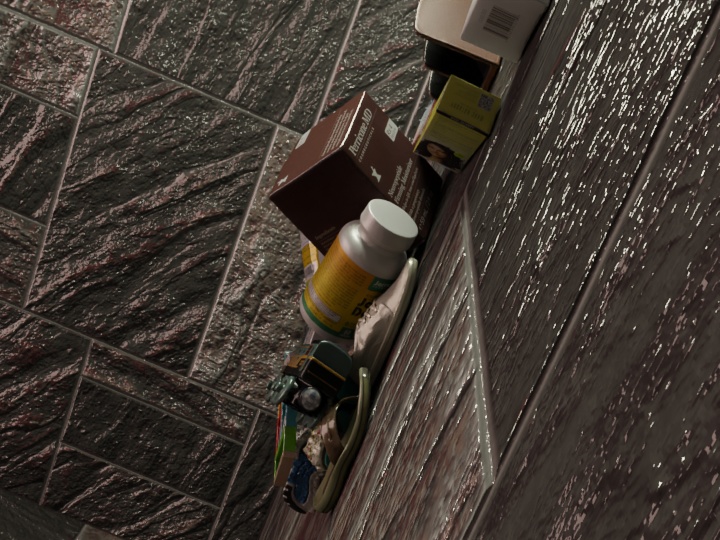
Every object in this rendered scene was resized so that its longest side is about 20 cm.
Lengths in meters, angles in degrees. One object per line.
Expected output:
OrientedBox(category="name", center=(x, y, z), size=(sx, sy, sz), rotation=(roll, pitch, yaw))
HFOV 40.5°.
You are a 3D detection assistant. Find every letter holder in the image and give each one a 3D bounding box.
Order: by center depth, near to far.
OrientedBox(category="letter holder", center=(0.143, -0.352, 1.465), size=(0.101, 0.140, 0.202), rotation=(115, 176, -48))

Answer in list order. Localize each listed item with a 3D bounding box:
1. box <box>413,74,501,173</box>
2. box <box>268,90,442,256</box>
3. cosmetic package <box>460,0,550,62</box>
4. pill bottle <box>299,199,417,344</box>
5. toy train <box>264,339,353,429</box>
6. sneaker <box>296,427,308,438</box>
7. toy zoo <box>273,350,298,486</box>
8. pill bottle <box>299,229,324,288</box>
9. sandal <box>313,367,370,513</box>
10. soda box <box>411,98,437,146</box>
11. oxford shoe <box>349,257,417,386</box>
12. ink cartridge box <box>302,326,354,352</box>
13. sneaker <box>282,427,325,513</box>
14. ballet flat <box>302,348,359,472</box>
OrientedBox(category="box", center=(0.122, -0.184, 1.261), size=(0.200, 0.074, 0.051), rotation=(115, 179, -80))
OrientedBox(category="box", center=(-0.003, -0.126, 1.515), size=(0.163, 0.200, 0.167), rotation=(-28, 27, 35))
OrientedBox(category="cosmetic package", center=(0.193, -0.366, 1.164), size=(0.113, 0.080, 0.203), rotation=(116, 176, -63))
OrientedBox(category="pill bottle", center=(0.000, 0.000, 1.422), size=(0.201, 0.112, 0.113), rotation=(-57, 7, 29))
OrientedBox(category="toy train", center=(-0.073, 0.156, 1.384), size=(0.115, 0.085, 0.200), rotation=(-57, 8, -11))
OrientedBox(category="sneaker", center=(-0.083, 0.304, 1.706), size=(0.073, 0.070, 0.202), rotation=(-71, 3, -59))
OrientedBox(category="toy zoo", center=(-0.115, 0.220, 1.537), size=(0.132, 0.020, 0.203), rotation=(110, 164, -57))
OrientedBox(category="pill bottle", center=(-0.048, -0.057, 1.656), size=(0.111, 0.109, 0.204), rotation=(118, 145, -72))
OrientedBox(category="sandal", center=(-0.031, 0.225, 1.299), size=(0.080, 0.056, 0.204), rotation=(-90, 22, -85))
OrientedBox(category="soda box", center=(0.128, -0.224, 1.561), size=(0.200, 0.067, 0.065), rotation=(-123, 56, -87))
OrientedBox(category="oxford shoe", center=(0.027, 0.072, 1.368), size=(0.075, 0.057, 0.203), rotation=(-60, -5, -75))
OrientedBox(category="ink cartridge box", center=(-0.047, 0.120, 1.598), size=(0.200, 0.082, 0.147), rotation=(123, 168, -70))
OrientedBox(category="sneaker", center=(-0.072, 0.294, 1.562), size=(0.087, 0.074, 0.202), rotation=(-61, -4, -51))
OrientedBox(category="ballet flat", center=(-0.036, 0.195, 1.441), size=(0.063, 0.075, 0.203), rotation=(13, 77, 45))
